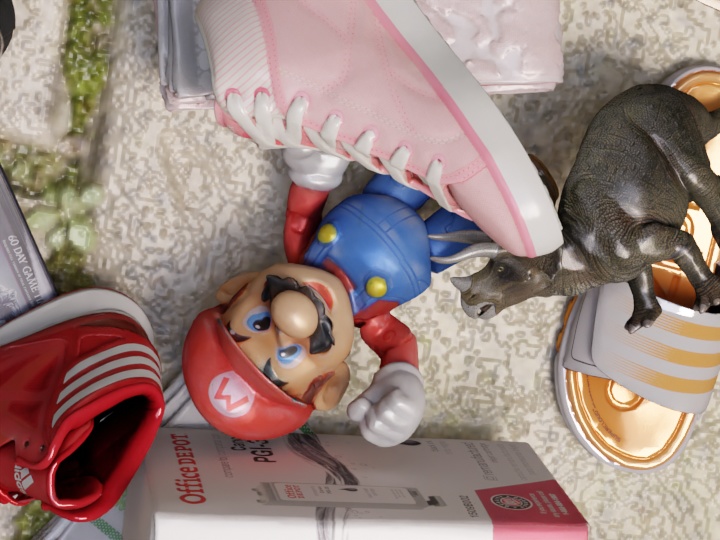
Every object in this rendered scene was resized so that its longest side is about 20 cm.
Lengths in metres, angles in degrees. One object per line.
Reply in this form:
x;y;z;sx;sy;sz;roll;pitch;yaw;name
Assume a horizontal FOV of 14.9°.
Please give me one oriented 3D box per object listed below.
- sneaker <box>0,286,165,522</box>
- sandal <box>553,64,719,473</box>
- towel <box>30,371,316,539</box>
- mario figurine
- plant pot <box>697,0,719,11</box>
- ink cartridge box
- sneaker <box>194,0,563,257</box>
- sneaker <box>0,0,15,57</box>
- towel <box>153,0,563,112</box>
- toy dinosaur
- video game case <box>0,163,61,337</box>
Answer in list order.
-0.181;0.083;1.266;0.200;0.116;0.078;-31;116;0;sneaker
0.149;0.002;1.352;0.079;0.059;0.207;10;99;-10;sandal
-0.086;0.156;1.362;0.149;0.031;0.200;42;92;-13;towel
0.000;0.000;1.287;0.200;0.123;0.106;-44;135;-14;mario figurine
0.174;-0.219;1.243;0.200;0.198;0.201;-1;100;-8;plant pot
-0.008;0.133;1.281;0.200;0.147;0.083;3;102;-9;ink cartridge box
0.000;-0.065;1.220;0.105;0.075;0.200;-35;71;-2;sneaker
-0.250;-0.095;1.203;0.200;0.106;0.075;-16;103;-3;sneaker
-0.005;-0.178;1.288;0.191;0.032;0.200;-4;89;-7;towel
0.133;-0.040;1.277;0.102;0.077;0.200;49;66;-16;toy dinosaur
-0.239;0.043;1.309;0.200;0.019;0.143;-23;116;-3;video game case
